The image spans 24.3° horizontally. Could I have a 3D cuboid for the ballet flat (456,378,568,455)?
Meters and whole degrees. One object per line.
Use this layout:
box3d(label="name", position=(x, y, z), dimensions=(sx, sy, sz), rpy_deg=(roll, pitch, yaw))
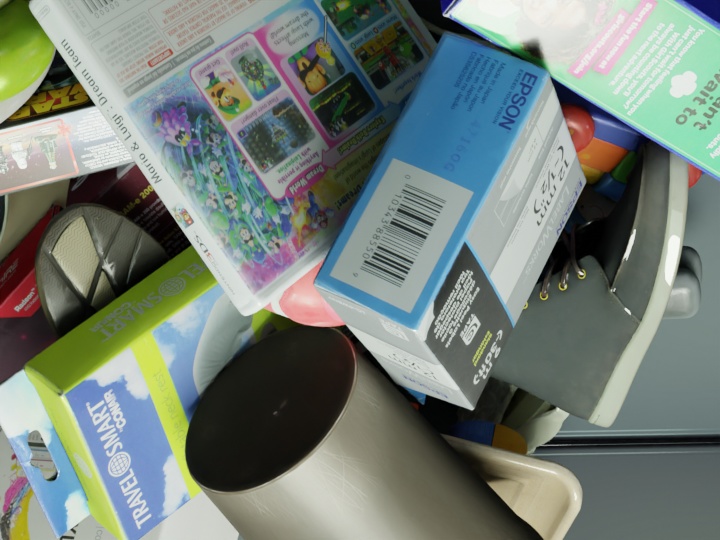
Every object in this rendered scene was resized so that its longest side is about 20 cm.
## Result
box3d(label="ballet flat", position=(0.138, 0.063, 1.099), dimensions=(0.071, 0.072, 0.200), rpy_deg=(25, 120, -21))

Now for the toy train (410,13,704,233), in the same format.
box3d(label="toy train", position=(0.099, -0.083, 0.986), dimensions=(0.198, 0.085, 0.116), rpy_deg=(18, 139, -14))

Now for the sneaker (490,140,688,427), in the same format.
box3d(label="sneaker", position=(0.119, 0.003, 0.955), dimensions=(0.105, 0.075, 0.201), rpy_deg=(15, 128, 2))

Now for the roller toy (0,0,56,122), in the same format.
box3d(label="roller toy", position=(-0.255, -0.148, 0.836), dimensions=(0.198, 0.183, 0.141), rpy_deg=(-11, 128, 1))

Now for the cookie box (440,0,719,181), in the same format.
box3d(label="cookie box", position=(0.135, -0.154, 0.871), dimensions=(0.199, 0.172, 0.075), rpy_deg=(27, 124, -22))

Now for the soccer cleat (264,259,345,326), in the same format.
box3d(label="soccer cleat", position=(0.000, 0.000, 0.945), dimensions=(0.076, 0.200, 0.067), rpy_deg=(3, 93, 23))

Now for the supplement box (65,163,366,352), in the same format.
box3d(label="supplement box", position=(-0.071, -0.017, 1.025), dimensions=(0.109, 0.061, 0.200), rpy_deg=(-38, 122, 23))

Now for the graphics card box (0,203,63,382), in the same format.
box3d(label="graphics card box", position=(-0.153, 0.058, 1.081), dimensions=(0.199, 0.051, 0.125), rpy_deg=(34, 119, -27))

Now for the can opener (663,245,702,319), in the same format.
box3d(label="can opener", position=(0.115, 0.021, 1.048), dimensions=(0.198, 0.053, 0.067), rpy_deg=(-8, 121, 17))

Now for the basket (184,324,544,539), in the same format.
box3d(label="basket", position=(0.003, 0.136, 0.941), dimensions=(0.136, 0.180, 0.200), rpy_deg=(-45, 125, -8))

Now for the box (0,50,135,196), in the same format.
box3d(label="box", position=(-0.193, -0.086, 0.901), dimensions=(0.198, 0.137, 0.040), rpy_deg=(-14, 120, -2))

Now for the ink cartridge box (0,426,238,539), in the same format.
box3d(label="ink cartridge box", position=(-0.197, 0.181, 1.063), dimensions=(0.198, 0.148, 0.145), rpy_deg=(3, 142, 12))

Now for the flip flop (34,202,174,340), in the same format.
box3d(label="flip flop", position=(-0.126, 0.032, 0.985), dimensions=(0.081, 0.057, 0.200), rpy_deg=(-54, 136, -8))

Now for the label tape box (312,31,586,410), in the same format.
box3d(label="label tape box", position=(0.059, -0.010, 0.873), dimensions=(0.066, 0.144, 0.200), rpy_deg=(22, 167, 24))

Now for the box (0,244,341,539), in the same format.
box3d(label="box", position=(-0.101, 0.062, 0.948), dimensions=(0.199, 0.047, 0.123), rpy_deg=(-37, 131, -25))

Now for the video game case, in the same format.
box3d(label="video game case", position=(-0.044, -0.103, 0.852), dimensions=(0.183, 0.200, 0.024), rpy_deg=(55, 141, -6))

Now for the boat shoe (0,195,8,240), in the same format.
box3d(label="boat shoe", position=(-0.257, -0.006, 0.995), dimensions=(0.074, 0.062, 0.202), rpy_deg=(15, 104, -8))

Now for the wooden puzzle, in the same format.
box3d(label="wooden puzzle", position=(0.038, 0.136, 1.100), dimensions=(0.198, 0.047, 0.186), rpy_deg=(18, 150, 3))
